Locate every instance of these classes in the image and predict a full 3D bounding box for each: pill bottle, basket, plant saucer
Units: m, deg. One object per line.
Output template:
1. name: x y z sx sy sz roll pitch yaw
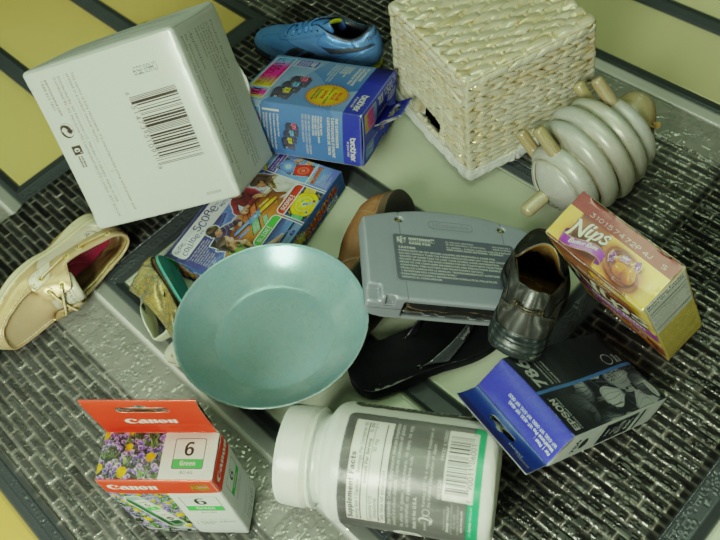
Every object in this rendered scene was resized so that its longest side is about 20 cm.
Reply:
1. pill bottle: 0.027 0.183 0.764 0.199 0.113 0.113 6 57 13
2. basket: 0.163 -0.258 1.022 0.200 0.161 0.198 -26 55 -11
3. plant saucer: -0.090 0.061 0.848 0.200 0.039 0.201 -2 53 3

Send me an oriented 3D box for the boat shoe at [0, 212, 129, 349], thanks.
1. boat shoe: -0.349 0.014 0.965 0.069 0.074 0.200 18 59 27

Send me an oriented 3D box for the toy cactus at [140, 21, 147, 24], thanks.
1. toy cactus: -0.275 -0.287 1.162 0.165 0.102 0.200 -16 45 -14

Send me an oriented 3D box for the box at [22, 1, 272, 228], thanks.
1. box: -0.240 -0.179 0.964 0.200 0.199 0.131 -11 25 20

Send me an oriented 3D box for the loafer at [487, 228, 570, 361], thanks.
1. loafer: 0.177 0.005 0.807 0.073 0.072 0.200 19 34 5

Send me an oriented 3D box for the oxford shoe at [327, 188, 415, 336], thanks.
1. oxford shoe: 0.000 0.000 0.938 0.071 0.071 0.200 -5 51 43

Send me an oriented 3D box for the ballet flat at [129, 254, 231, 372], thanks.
1. ballet flat: -0.200 0.066 0.918 0.071 0.071 0.200 -32 58 -13

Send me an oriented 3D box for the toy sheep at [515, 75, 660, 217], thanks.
1. toy sheep: 0.256 -0.132 0.939 0.200 0.138 0.138 -39 58 -2

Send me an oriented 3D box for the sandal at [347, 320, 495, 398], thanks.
1. sandal: 0.081 0.073 0.873 0.200 0.043 0.076 -29 56 -13

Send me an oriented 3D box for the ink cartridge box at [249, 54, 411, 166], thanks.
1. ink cartridge box: -0.038 -0.203 1.047 0.200 0.076 0.137 12 41 15

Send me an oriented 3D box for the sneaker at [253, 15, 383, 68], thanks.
1. sneaker: -0.062 -0.331 1.159 0.200 0.079 0.066 13 60 19

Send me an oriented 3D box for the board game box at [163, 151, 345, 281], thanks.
1. board game box: -0.126 -0.061 1.004 0.135 0.034 0.200 22 61 23

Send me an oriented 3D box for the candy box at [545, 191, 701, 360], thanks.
1. candy box: 0.258 0.010 0.794 0.056 0.200 0.117 -47 58 4

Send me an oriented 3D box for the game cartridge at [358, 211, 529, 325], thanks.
1. game cartridge: 0.098 -0.004 0.877 0.199 0.042 0.133 6 43 -11

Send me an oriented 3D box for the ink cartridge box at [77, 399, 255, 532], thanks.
1. ink cartridge box: -0.172 0.181 0.743 0.109 0.200 0.050 -2 55 8

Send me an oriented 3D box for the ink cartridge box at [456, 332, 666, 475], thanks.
1. ink cartridge box: 0.191 0.117 0.768 0.200 0.039 0.099 -10 47 -41
